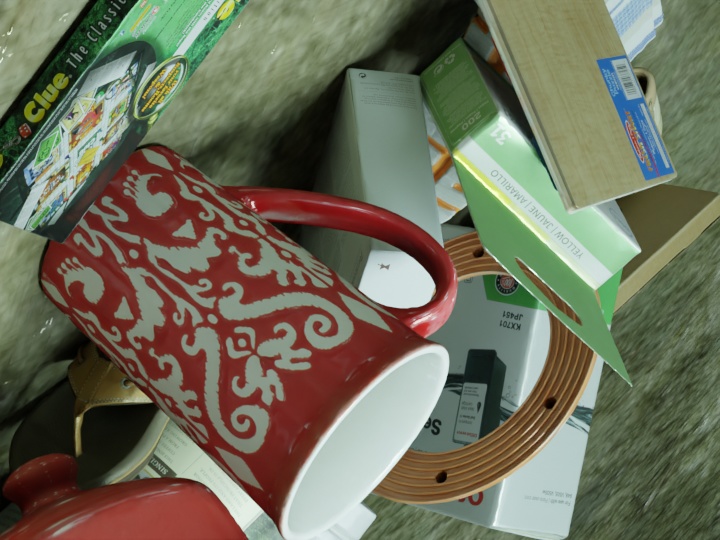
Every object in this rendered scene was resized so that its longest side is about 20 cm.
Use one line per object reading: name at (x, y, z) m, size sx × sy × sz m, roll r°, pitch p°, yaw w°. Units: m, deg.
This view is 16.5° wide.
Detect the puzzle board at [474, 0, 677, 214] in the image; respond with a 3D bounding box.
puzzle board at (0.119, -0.137, 1.510) m, size 0.017 × 0.201 × 0.150 m, roll -24°, pitch 176°, yaw 31°

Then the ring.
ring at (0.067, 0.061, 1.576) m, size 0.201 × 0.200 × 0.019 m, roll -50°, pitch 132°, yaw -3°

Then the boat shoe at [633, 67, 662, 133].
boat shoe at (0.153, -0.077, 1.863) m, size 0.200 × 0.071 × 0.065 m, roll -47°, pitch 152°, yaw -26°

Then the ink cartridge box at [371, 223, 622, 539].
ink cartridge box at (0.089, 0.076, 1.738) m, size 0.083 × 0.146 × 0.202 m, roll 12°, pitch 89°, yaw -43°

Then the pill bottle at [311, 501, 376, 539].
pill bottle at (-0.082, 0.230, 1.810) m, size 0.200 × 0.111 × 0.111 m, roll -51°, pitch 161°, yaw -2°

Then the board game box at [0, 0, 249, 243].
board game box at (-0.118, -0.105, 1.259) m, size 0.200 × 0.023 × 0.105 m, roll -52°, pitch 159°, yaw 4°

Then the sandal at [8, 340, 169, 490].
sandal at (-0.132, 0.060, 1.454) m, size 0.200 × 0.080 × 0.054 m, roll -42°, pitch 143°, yaw -30°

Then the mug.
mug at (-0.057, 0.028, 1.369) m, size 0.177 × 0.200 × 0.134 m, roll -26°, pitch 148°, yaw -52°

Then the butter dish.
butter dish at (-0.149, 0.170, 1.344) m, size 0.198 × 0.149 × 0.200 m, roll -15°, pitch 164°, yaw -32°

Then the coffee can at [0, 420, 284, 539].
coffee can at (-0.129, 0.160, 1.523) m, size 0.200 × 0.146 × 0.147 m, roll -43°, pitch 160°, yaw -21°

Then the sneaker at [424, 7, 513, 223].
sneaker at (0.069, -0.104, 1.612) m, size 0.200 × 0.078 × 0.077 m, roll -49°, pitch -178°, yaw 16°

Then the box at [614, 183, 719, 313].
box at (0.152, -0.007, 1.868) m, size 0.200 × 0.163 × 0.021 m, roll -40°, pitch 122°, yaw -29°

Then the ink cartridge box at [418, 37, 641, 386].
ink cartridge box at (0.110, -0.039, 1.484) m, size 0.048 × 0.200 × 0.145 m, roll -41°, pitch 121°, yaw 13°

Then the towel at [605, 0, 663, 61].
towel at (0.154, -0.171, 1.754) m, size 0.147 × 0.024 × 0.200 m, roll -47°, pitch 159°, yaw -6°

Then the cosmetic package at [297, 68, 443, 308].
cosmetic package at (0.000, 0.000, 1.534) m, size 0.201 × 0.051 × 0.152 m, roll 108°, pitch -16°, yaw -47°
